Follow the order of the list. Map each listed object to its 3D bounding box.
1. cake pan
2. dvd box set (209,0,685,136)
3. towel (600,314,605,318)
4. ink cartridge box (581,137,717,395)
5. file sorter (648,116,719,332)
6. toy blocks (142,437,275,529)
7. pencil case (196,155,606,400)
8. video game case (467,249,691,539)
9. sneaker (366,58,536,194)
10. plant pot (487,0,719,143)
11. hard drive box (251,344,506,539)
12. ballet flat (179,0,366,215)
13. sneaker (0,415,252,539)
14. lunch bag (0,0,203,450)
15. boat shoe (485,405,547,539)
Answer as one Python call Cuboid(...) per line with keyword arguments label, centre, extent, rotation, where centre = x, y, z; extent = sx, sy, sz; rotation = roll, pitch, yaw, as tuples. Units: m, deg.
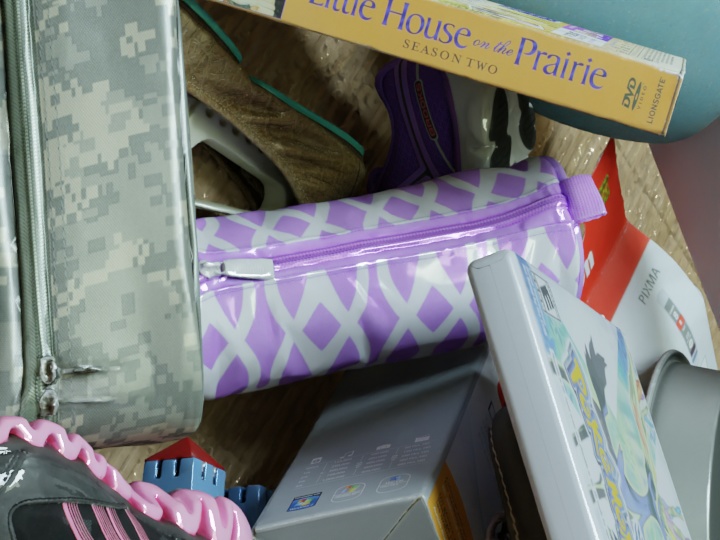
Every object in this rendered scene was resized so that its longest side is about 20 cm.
Cuboid(label="cake pan", centre=(0.184, 0.142, 0.978), extent=(0.200, 0.037, 0.200), rotation=(-2, 90, -69))
Cuboid(label="dvd box set", centre=(0.039, -0.103, 0.785), extent=(0.146, 0.200, 0.029), rotation=(-43, 149, -77))
Cuboid(label="towel", centre=(0.112, 0.140, 0.887), extent=(0.149, 0.031, 0.200), rotation=(-63, 144, -58))
Cuboid(label="ink cartridge box", centre=(0.141, 0.053, 0.994), extent=(0.162, 0.050, 0.200), rotation=(-60, 150, -32))
Cuboid(label="file sorter", centre=(0.251, -0.045, 0.942), extent=(0.124, 0.139, 0.200), rotation=(-16, 82, -26))
Cuboid(label="toy blocks", centre=(-0.054, 0.155, 0.790), extent=(0.200, 0.100, 0.137), rotation=(34, 54, -54))
Cuboid(label="pencil case", centre=(0.000, 0.000, 0.800), extent=(0.200, 0.086, 0.084), rotation=(-12, 60, -19))
Cuboid(label="video game case", centre=(0.106, 0.103, 0.743), extent=(0.182, 0.022, 0.200), rotation=(29, 42, -65))
Cuboid(label="sneaker", centre=(0.044, -0.019, 0.921), extent=(0.081, 0.083, 0.200), rotation=(-43, 136, -53))
Cuboid(label="plant pot", centre=(0.097, -0.165, 0.918), extent=(0.135, 0.200, 0.200), rotation=(0, 87, -23))
Cuboid(label="hard drive box", centre=(0.033, 0.134, 0.816), extent=(0.200, 0.077, 0.156), rotation=(-58, 132, -69))
Cuboid(label="ballet flat", centre=(-0.074, -0.069, 0.802), extent=(0.200, 0.068, 0.072), rotation=(39, 74, -45))
Cuboid(label="sneaker", centre=(-0.096, 0.113, 0.609), extent=(0.200, 0.079, 0.095), rotation=(25, 39, -50))
Cuboid(label="lunch bag", centre=(-0.152, -0.022, 0.654), extent=(0.168, 0.139, 0.200), rotation=(-2, 88, -20))
Cuboid(label="boat shoe", centre=(0.086, 0.145, 0.770), extent=(0.200, 0.057, 0.067), rotation=(62, 17, -23))
